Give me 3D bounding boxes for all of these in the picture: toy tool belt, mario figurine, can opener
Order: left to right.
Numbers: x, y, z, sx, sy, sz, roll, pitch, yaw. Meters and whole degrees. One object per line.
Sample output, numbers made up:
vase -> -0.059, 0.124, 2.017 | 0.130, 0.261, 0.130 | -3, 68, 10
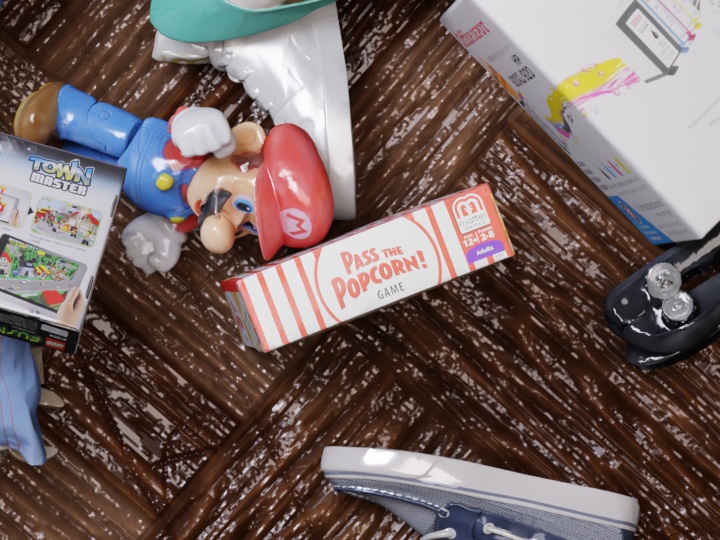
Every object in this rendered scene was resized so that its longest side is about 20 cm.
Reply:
toy tool belt -> -0.220, 0.069, 1.649 | 0.123, 0.125, 0.200 | -10, 104, -10
mario figurine -> -0.111, -0.047, 1.636 | 0.200, 0.123, 0.106 | 13, 91, 24
can opener -> 0.237, -0.014, 1.715 | 0.200, 0.079, 0.063 | -37, 79, 3

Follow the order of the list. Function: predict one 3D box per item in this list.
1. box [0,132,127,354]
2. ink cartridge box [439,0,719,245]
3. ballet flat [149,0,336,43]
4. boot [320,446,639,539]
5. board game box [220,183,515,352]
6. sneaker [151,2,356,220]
box -> -0.241, -0.032, 1.576 | 0.200, 0.035, 0.110 | 16, 61, -4
ink cartridge box -> 0.170, -0.136, 1.679 | 0.145, 0.147, 0.200 | -44, 93, -4
ballet flat -> -0.029, -0.186, 1.642 | 0.200, 0.070, 0.067 | -15, 78, -8
boot -> 0.068, 0.164, 1.703 | 0.200, 0.073, 0.090 | 12, 83, -6
board game box -> 0.000, 0.000, 1.635 | 0.151, 0.200, 0.046 | -21, 92, -6
sneaker -> -0.066, -0.120, 1.699 | 0.116, 0.074, 0.200 | -10, 81, -4
